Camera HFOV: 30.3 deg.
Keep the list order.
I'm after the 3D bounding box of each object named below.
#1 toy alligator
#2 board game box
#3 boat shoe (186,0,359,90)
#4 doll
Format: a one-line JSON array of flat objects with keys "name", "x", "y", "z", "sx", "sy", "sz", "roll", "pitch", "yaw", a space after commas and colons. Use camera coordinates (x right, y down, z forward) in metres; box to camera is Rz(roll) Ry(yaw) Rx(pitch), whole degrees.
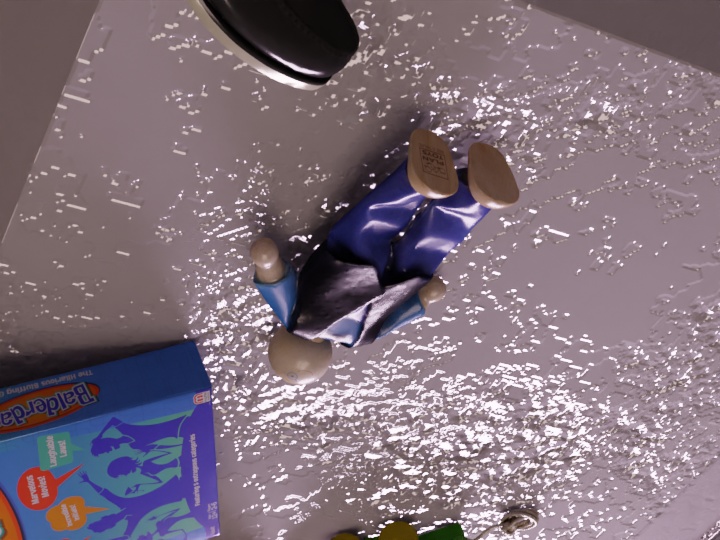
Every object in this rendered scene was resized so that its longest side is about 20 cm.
[{"name": "toy alligator", "x": 0.041, "y": 0.223, "z": 0.994, "sx": 0.199, "sy": 0.054, "sz": 0.059, "roll": -13, "pitch": 137, "yaw": 3}, {"name": "board game box", "x": -0.190, "y": 0.133, "z": 0.831, "sx": 0.199, "sy": 0.045, "sz": 0.152, "roll": -14, "pitch": 135, "yaw": -16}, {"name": "boat shoe", "x": -0.057, "y": -0.157, "z": 0.572, "sx": 0.063, "sy": 0.074, "sz": 0.201, "roll": -22, "pitch": 131, "yaw": 24}, {"name": "doll", "x": 0.000, "y": 0.000, "z": 0.761, "sx": 0.136, "sy": 0.049, "sz": 0.200, "roll": 8, "pitch": 140, "yaw": -31}]
